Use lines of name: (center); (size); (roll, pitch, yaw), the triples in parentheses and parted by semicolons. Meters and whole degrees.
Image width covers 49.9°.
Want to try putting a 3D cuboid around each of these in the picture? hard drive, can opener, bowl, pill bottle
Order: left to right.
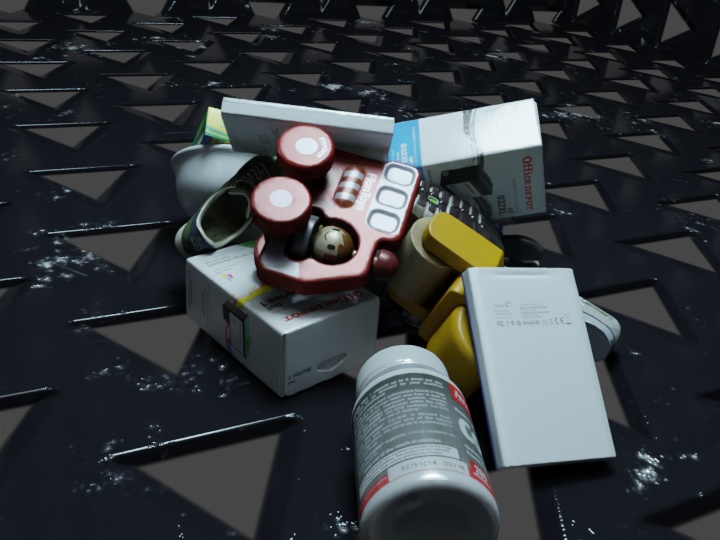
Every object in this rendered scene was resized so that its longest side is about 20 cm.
bowl: (-0.179, -0.097, 1.113); (0.197, 0.092, 0.201); (6, -16, 2)
hard drive: (-0.062, -0.163, 0.939); (0.196, 0.027, 0.132); (7, -11, -2)
pill bottle: (0.049, 0.160, 0.687); (0.112, 0.116, 0.201); (4, 28, -6)
can opener: (0.172, -0.039, 1.151); (0.197, 0.068, 0.053); (15, 28, 15)
hard drive: (0.181, 0.096, 0.797); (0.130, 0.025, 0.203); (1, 68, -20)

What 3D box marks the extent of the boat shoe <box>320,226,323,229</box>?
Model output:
boat shoe: (-0.073, -0.056, 1.123); (0.065, 0.073, 0.201); (22, 35, 18)

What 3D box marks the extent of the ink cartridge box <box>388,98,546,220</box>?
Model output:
ink cartridge box: (0.145, -0.136, 1.042); (0.196, 0.146, 0.085); (-8, 57, 11)

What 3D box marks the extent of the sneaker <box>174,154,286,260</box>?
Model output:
sneaker: (-0.145, -0.088, 0.976); (0.200, 0.067, 0.090); (-46, 15, -22)

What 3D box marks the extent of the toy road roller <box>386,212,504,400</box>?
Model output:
toy road roller: (0.108, 0.051, 0.868); (0.199, 0.123, 0.146); (36, 48, 3)

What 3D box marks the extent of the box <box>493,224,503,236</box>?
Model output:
box: (0.188, -0.144, 1.302); (0.119, 0.033, 0.203); (10, 58, 6)

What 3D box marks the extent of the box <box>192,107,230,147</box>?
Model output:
box: (-0.135, -0.165, 1.109); (0.197, 0.049, 0.117); (10, -18, -20)

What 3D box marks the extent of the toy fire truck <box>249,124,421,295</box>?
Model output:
toy fire truck: (-0.028, -0.058, 0.864); (0.165, 0.113, 0.202); (15, 54, 6)

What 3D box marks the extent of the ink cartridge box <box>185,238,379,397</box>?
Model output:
ink cartridge box: (-0.093, 0.044, 0.910); (0.143, 0.085, 0.199); (-18, 36, -38)

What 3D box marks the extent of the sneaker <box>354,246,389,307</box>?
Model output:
sneaker: (0.000, 0.000, 1.050); (0.098, 0.071, 0.200); (27, 11, -8)

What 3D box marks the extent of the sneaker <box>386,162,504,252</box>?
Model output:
sneaker: (0.081, -0.047, 1.004); (0.198, 0.116, 0.076); (33, 41, -8)

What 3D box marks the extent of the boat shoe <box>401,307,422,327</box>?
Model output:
boat shoe: (0.124, 0.009, 1.045); (0.070, 0.071, 0.199); (25, 32, 32)

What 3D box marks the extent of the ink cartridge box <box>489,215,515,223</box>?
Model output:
ink cartridge box: (0.144, -0.103, 1.182); (0.196, 0.048, 0.198); (2, 32, 16)

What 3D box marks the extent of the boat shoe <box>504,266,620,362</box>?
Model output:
boat shoe: (0.247, 0.041, 1.009); (0.200, 0.076, 0.086); (26, 33, 28)
